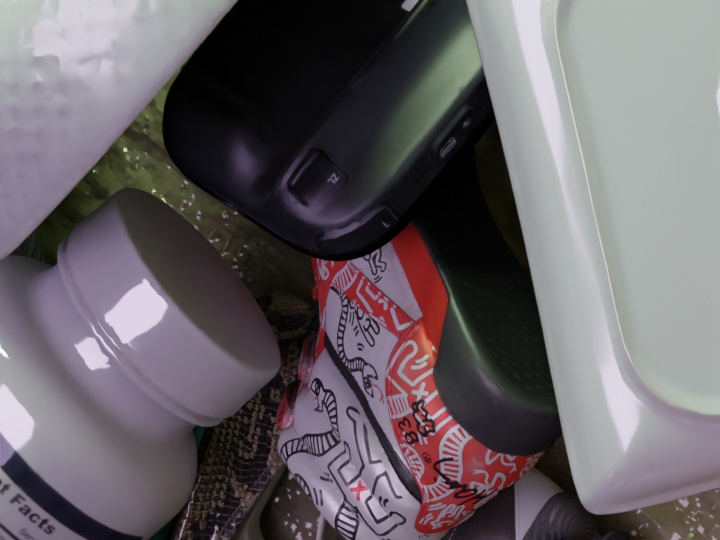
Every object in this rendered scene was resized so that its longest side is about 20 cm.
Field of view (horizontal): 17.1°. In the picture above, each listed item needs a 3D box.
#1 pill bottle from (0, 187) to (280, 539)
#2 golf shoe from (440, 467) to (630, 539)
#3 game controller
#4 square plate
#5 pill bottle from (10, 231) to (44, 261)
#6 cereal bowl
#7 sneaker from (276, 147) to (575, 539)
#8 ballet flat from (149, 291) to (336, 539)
[{"bbox_3d":[-0.127,0.066,0.821,0.200,0.111,0.111,-40,76,13],"label":"pill bottle"},{"bbox_3d":[0.015,0.150,0.863,0.094,0.078,0.200,45,107,28],"label":"golf shoe"},{"bbox_3d":[0.022,-0.096,0.786,0.104,0.042,0.200,30,74,40],"label":"game controller"},{"bbox_3d":[0.143,-0.041,0.731,0.198,0.028,0.200,-13,91,3],"label":"square plate"},{"bbox_3d":[-0.180,-0.016,0.891,0.113,0.113,0.201,9,128,29],"label":"pill bottle"},{"bbox_3d":[-0.082,-0.103,0.770,0.083,0.200,0.200,42,118,-9],"label":"cereal bowl"},{"bbox_3d":[-0.001,0.000,0.827,0.108,0.067,0.202,-49,50,35],"label":"sneaker"},{"bbox_3d":[-0.052,0.102,0.902,0.075,0.068,0.201,29,111,-4],"label":"ballet flat"}]
